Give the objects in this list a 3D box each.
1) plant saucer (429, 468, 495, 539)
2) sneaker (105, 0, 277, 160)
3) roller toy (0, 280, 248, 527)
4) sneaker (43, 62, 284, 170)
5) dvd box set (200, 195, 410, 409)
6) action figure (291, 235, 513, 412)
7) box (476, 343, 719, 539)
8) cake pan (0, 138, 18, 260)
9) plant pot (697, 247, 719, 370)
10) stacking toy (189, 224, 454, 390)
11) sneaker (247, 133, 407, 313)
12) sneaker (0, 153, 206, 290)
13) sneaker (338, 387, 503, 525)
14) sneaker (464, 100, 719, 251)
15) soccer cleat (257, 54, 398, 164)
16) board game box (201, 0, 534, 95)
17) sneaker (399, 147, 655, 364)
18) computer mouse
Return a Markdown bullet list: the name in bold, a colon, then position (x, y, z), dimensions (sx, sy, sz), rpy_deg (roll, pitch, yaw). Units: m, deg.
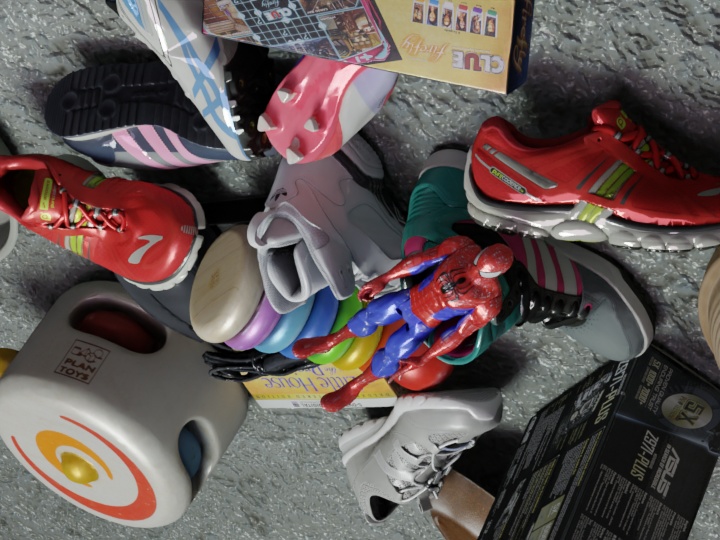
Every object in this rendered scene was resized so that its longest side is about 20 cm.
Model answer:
- **plant saucer**: position (0.121, 0.231, 1.599), dimensions (0.200, 0.032, 0.200), rpy_deg (41, 167, 11)
- **sneaker**: position (-0.114, -0.158, 1.304), dimensions (0.072, 0.072, 0.200), rpy_deg (-16, 113, 30)
- **roller toy**: position (-0.197, 0.111, 1.646), dimensions (0.200, 0.140, 0.182), rpy_deg (44, 146, -17)
- **sneaker**: position (-0.116, -0.101, 1.413), dimensions (0.199, 0.070, 0.082), rpy_deg (7, 161, 28)
- **dvd box set**: position (-0.065, 0.028, 1.552), dimensions (0.146, 0.029, 0.200), rpy_deg (-3, 133, 37)
- **action figure**: position (0.031, 0.030, 1.300), dimensions (0.200, 0.052, 0.066), rpy_deg (-36, 75, 43)
- **box**: position (0.157, 0.172, 1.427), dimensions (0.086, 0.200, 0.164), rpy_deg (34, 144, -8)
- **cake pan**: position (-0.348, -0.084, 1.606), dimensions (0.200, 0.037, 0.201), rpy_deg (19, 144, 14)
- **plant pot**: position (0.300, 0.061, 1.284), dimensions (0.200, 0.093, 0.201), rpy_deg (19, 145, 14)
- **stacking toy**: position (-0.019, 0.039, 1.463), dimensions (0.200, 0.086, 0.085), rpy_deg (22, 151, -28)
- **sneaker**: position (0.000, 0.000, 1.398), dimensions (0.075, 0.115, 0.200), rpy_deg (-13, 127, 44)
- **sneaker**: position (-0.192, -0.037, 1.429), dimensions (0.200, 0.077, 0.085), rpy_deg (16, -176, 40)
- **sneaker**: position (0.053, 0.139, 1.543), dimensions (0.075, 0.082, 0.200), rpy_deg (-3, 163, -25)
- **sneaker**: position (0.161, -0.059, 1.240), dimensions (0.199, 0.077, 0.085), rpy_deg (5, 101, 13)
- **soccer cleat**: position (0.008, -0.142, 1.273), dimensions (0.067, 0.076, 0.200), rpy_deg (47, 128, 9)
- **board game box**: position (0.004, -0.187, 1.184), dimensions (0.199, 0.035, 0.136), rpy_deg (14, 114, 21)
- **sneaker**: position (0.102, 0.023, 1.349), dimensions (0.200, 0.121, 0.084), rpy_deg (38, 144, -13)
- **computer mouse**: position (-0.121, 0.019, 1.509), dimensions (0.138, 0.053, 0.200), rpy_deg (-12, 126, 45)
